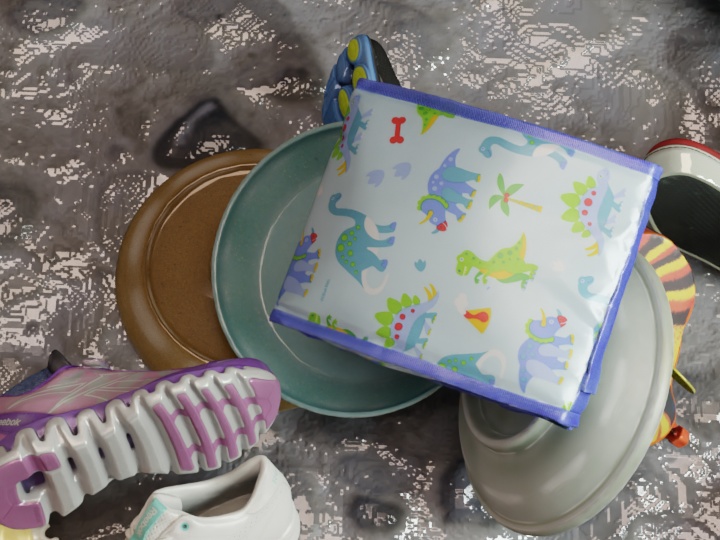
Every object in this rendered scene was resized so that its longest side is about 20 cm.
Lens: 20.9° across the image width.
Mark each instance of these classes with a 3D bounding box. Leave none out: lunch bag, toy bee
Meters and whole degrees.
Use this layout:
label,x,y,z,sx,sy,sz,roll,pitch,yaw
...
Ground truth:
label,x,y,z,sx,sy,sz,roll,pitch,yaw
lunch bag,0.073,-0.009,1.204,0.200,0.127,0.170,17,87,31
toy bee,0.180,0.071,1.316,0.109,0.200,0.131,20,29,-23

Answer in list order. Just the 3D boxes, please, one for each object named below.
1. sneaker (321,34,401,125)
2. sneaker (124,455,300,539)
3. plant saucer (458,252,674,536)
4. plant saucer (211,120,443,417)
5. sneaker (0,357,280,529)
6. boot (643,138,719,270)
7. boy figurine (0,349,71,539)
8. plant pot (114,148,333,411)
label,x,y,z,sx,sy,sz,roll,pitch,yaw
sneaker,0.038,-0.075,1.378,0.083,0.071,0.200,-17,72,-39
sneaker,-0.135,0.182,1.251,0.200,0.089,0.075,-33,53,-17
plant saucer,0.116,0.069,1.256,0.050,0.200,0.200,20,65,-30
plant saucer,0.000,0.000,1.310,0.200,0.036,0.200,-2,82,14
sneaker,-0.152,0.089,1.240,0.200,0.081,0.088,-17,41,-8
boot,0.257,-0.079,1.335,0.072,0.200,0.144,-11,62,38
boy figurine,-0.251,0.145,1.283,0.200,0.064,0.124,-41,76,-15
plant pot,-0.073,0.001,1.365,0.200,0.027,0.200,1,68,-1
